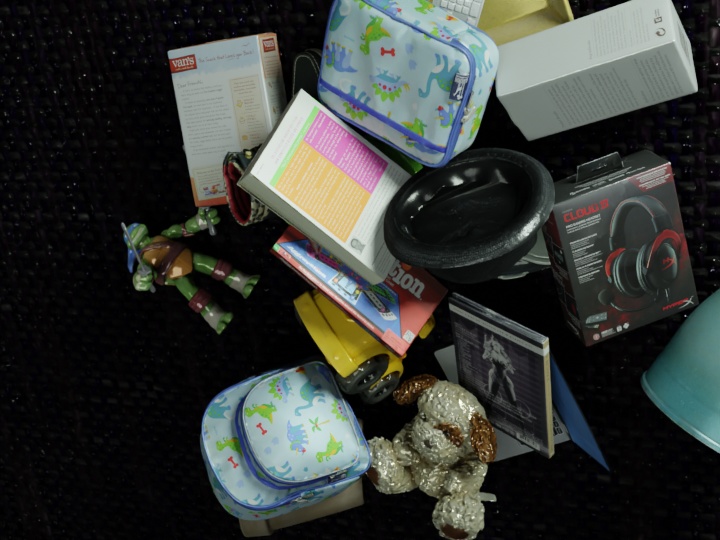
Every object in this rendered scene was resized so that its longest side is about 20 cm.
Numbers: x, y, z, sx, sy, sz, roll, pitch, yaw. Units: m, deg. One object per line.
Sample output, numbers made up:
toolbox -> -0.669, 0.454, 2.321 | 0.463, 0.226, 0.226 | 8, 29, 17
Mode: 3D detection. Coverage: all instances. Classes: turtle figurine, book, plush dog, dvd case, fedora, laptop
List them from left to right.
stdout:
turtle figurine -> -0.234, -0.016, 1.446 | 0.193, 0.144, 0.201 | 36, 126, -4
book -> -0.025, -0.097, 1.236 | 0.199, 0.135, 0.048 | 37, 156, -14
plush dog -> 0.117, 0.227, 1.416 | 0.199, 0.160, 0.174 | 31, 130, 30
fedora -> 0.128, -0.048, 1.211 | 0.198, 0.203, 0.092 | -4, 138, 22
dvd case -> 0.179, 0.133, 1.354 | 0.148, 0.016, 0.202 | 27, 141, 38
laptop -> 0.205, 0.179, 1.390 | 0.198, 0.116, 0.189 | -22, 106, 28

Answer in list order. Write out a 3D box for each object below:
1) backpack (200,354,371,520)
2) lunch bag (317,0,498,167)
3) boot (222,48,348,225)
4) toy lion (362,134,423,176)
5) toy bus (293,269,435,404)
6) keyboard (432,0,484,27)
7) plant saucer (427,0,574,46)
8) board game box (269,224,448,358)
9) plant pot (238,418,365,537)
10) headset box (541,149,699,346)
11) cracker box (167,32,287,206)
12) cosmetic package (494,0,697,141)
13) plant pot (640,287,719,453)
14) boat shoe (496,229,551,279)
backpack -> -0.103, 0.214, 1.369 | 0.147, 0.197, 0.185 | 114, 134, -68
lunch bag -> 0.049, -0.219, 1.204 | 0.199, 0.082, 0.162 | 34, 130, 20
boot -> -0.090, -0.157, 1.275 | 0.073, 0.152, 0.207 | 7, 105, 48
toy lion -> -0.017, -0.106, 1.370 | 0.199, 0.069, 0.193 | -32, 93, 31
toy bus -> 0.032, 0.058, 1.383 | 0.191, 0.200, 0.136 | -38, 66, 3
keyboard -> 0.093, -0.238, 1.231 | 0.056, 0.011, 0.202 | 21, 122, 10
plant saucer -> 0.122, -0.339, 1.202 | 0.197, 0.049, 0.202 | -14, 110, 27
board game box -> 0.000, 0.000, 1.266 | 0.199, 0.103, 0.019 | 39, 160, -6
plant pot -> -0.080, 0.274, 1.519 | 0.170, 0.201, 0.203 | -1, 116, 4
headset box -> 0.293, -0.036, 1.239 | 0.147, 0.075, 0.203 | -19, 110, -4
cracker box -> -0.159, -0.190, 1.358 | 0.132, 0.058, 0.203 | -3, 103, 24
cosmetic package -> 0.256, -0.220, 1.172 | 0.197, 0.072, 0.101 | -14, 149, 25
plant pot -> 0.453, 0.097, 1.221 | 0.198, 0.200, 0.190 | 28, 107, 5
boat shoe -> 0.193, -0.028, 1.325 | 0.197, 0.077, 0.061 | 0, 154, 11
